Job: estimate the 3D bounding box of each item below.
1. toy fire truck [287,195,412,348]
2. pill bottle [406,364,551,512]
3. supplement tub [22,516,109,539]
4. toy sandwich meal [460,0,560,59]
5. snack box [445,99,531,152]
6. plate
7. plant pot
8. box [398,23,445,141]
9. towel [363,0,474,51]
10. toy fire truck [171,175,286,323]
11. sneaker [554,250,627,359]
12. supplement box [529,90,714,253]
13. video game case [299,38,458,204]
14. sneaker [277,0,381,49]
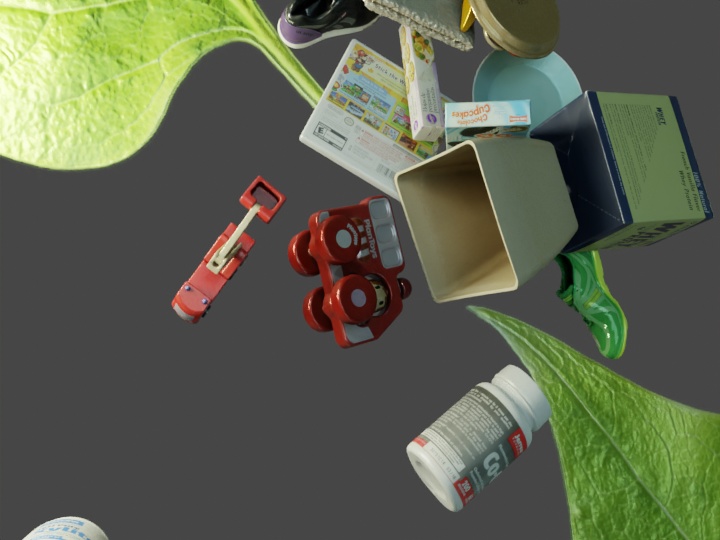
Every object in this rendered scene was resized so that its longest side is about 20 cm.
[{"bbox_3d":[0.000,0.000,1.132,0.165,0.111,0.205,-13,86,-33],"label":"toy fire truck"},{"bbox_3d":[0.173,0.236,1.127,0.199,0.114,0.115,-37,91,-15],"label":"pill bottle"},{"bbox_3d":[-0.365,0.374,0.936,0.129,0.200,0.135,2,82,-13],"label":"supplement tub"},{"bbox_3d":[0.227,-0.407,1.223,0.201,0.070,0.210,12,65,-26],"label":"toy sandwich meal"},{"bbox_3d":[0.179,-0.200,1.132,0.113,0.200,0.038,-1,86,7],"label":"snack box"},{"bbox_3d":[0.268,-0.268,1.268,0.195,0.026,0.205,2,83,-13],"label":"plate"},{"bbox_3d":[0.195,-0.086,1.141,0.174,0.199,0.204,-20,93,-31],"label":"plant pot"},{"bbox_3d":[0.092,-0.295,1.197,0.038,0.041,0.205,2,68,-19],"label":"box"},{"bbox_3d":[0.091,-0.420,1.209,0.196,0.034,0.135,18,57,-21],"label":"towel"},{"bbox_3d":[-0.182,-0.022,1.066,0.048,0.141,0.202,36,76,-5],"label":"toy fire truck"},{"bbox_3d":[0.347,0.045,1.220,0.082,0.074,0.204,-16,77,-17],"label":"sneaker"},{"bbox_3d":[0.392,-0.146,1.187,0.196,0.134,0.205,-5,76,-30],"label":"supplement box"},{"bbox_3d":[0.032,-0.228,1.208,0.197,0.023,0.185,29,77,-7],"label":"video game case"},{"bbox_3d":[-0.028,-0.401,1.184,0.198,0.088,0.077,-31,89,-16],"label":"sneaker"}]
